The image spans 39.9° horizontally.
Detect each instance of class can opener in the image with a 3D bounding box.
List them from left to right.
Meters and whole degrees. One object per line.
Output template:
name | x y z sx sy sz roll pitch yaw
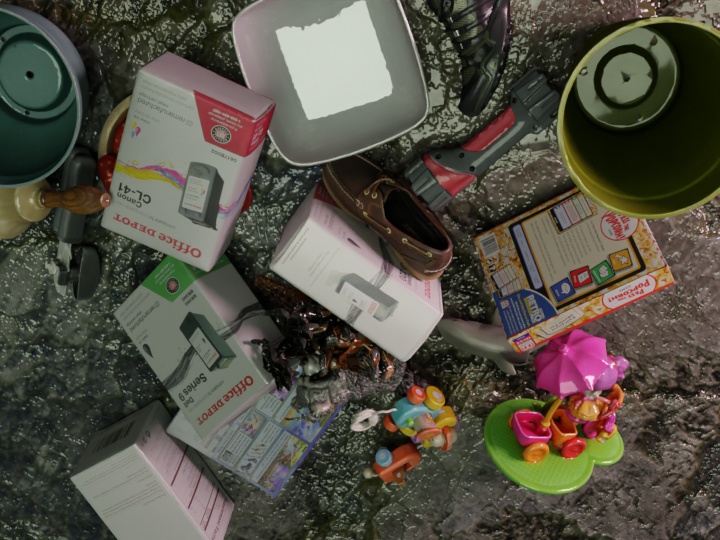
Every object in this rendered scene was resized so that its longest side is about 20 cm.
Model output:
can opener | -0.361 -0.058 1.263 0.065 0.053 0.203 -3 120 -32

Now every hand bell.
hand bell | -0.363 -0.085 1.169 0.197 0.104 0.106 4 118 35

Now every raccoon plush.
raccoon plush | 0.008 0.159 1.257 0.199 0.097 0.135 37 70 -11

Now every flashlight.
flashlight | 0.143 -0.156 1.164 0.200 0.068 0.067 -42 137 16

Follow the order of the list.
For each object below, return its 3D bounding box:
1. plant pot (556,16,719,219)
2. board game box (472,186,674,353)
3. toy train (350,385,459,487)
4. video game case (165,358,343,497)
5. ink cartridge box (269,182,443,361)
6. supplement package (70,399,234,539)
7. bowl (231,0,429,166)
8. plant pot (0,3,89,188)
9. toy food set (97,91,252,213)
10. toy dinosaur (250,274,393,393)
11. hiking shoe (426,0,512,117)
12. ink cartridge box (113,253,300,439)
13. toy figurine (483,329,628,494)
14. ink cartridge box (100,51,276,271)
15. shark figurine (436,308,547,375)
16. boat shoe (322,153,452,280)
plant pot | 0.300 -0.185 1.063 0.196 0.194 0.204 2 113 4
board game box | 0.246 -0.013 1.167 0.198 0.153 0.046 -26 144 16
toy train | 0.063 0.227 1.292 0.148 0.056 0.201 -28 147 -2
video game case | -0.138 0.184 1.343 0.180 0.046 0.201 33 112 -8
ink cartridge box | 0.000 0.000 1.196 0.199 0.146 0.085 37 109 -11
supplement package | -0.282 0.306 1.369 0.116 0.118 0.202 -27 108 15
bowl | -0.031 -0.237 1.135 0.197 0.075 0.202 -17 111 11
plant pot | -0.399 -0.215 1.145 0.196 0.135 0.204 2 114 4
toy food set | -0.227 -0.128 1.214 0.199 0.049 0.198 -41 105 19
toy dinosaur | -0.055 0.075 1.190 0.198 0.135 0.104 17 116 34
hiking shoe | 0.122 -0.278 1.113 0.099 0.076 0.204 12 105 9
ink cartridge box | -0.191 0.084 1.237 0.146 0.084 0.201 -41 84 31
toy figurine | 0.270 0.157 1.225 0.196 0.151 0.186 0 132 -19
ink cartridge box | -0.198 -0.123 1.131 0.145 0.086 0.202 22 116 1
shark figurine | 0.215 0.078 1.245 0.212 0.090 0.129 -28 110 18
boat shoe | 0.034 -0.078 1.165 0.200 0.071 0.070 42 70 12
